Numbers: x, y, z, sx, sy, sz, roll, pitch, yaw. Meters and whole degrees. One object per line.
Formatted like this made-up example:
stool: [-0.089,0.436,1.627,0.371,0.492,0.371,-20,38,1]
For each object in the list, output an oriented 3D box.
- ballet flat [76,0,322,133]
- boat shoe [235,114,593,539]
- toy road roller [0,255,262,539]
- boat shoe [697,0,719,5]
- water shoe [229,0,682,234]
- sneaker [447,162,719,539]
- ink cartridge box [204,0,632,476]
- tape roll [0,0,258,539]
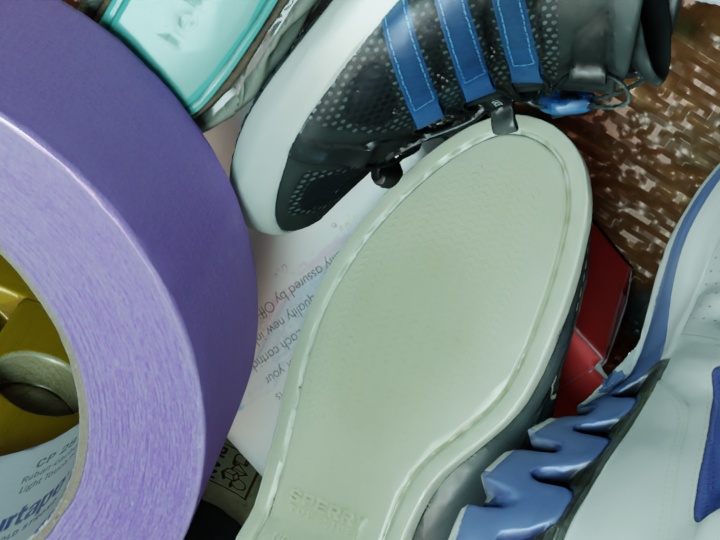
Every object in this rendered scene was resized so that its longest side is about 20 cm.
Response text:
ballet flat: [-0.010,-0.122,0.794,0.067,0.064,0.200,38,109,-6]
boat shoe: [0.020,0.052,0.853,0.074,0.066,0.200,22,94,29]
toy road roller: [-0.116,0.090,0.958,0.199,0.123,0.146,25,121,0]
boat shoe: [0.071,-0.124,0.823,0.199,0.072,0.062,16,123,10]
water shoe: [0.041,-0.065,0.783,0.079,0.071,0.200,43,119,4]
sneaker: [0.121,0.052,0.819,0.115,0.200,0.081,19,146,34]
ink cartridge box: [0.000,0.000,0.910,0.116,0.067,0.200,-34,104,27]
tape roll: [-0.131,0.014,0.806,0.199,0.066,0.201,7,123,10]
